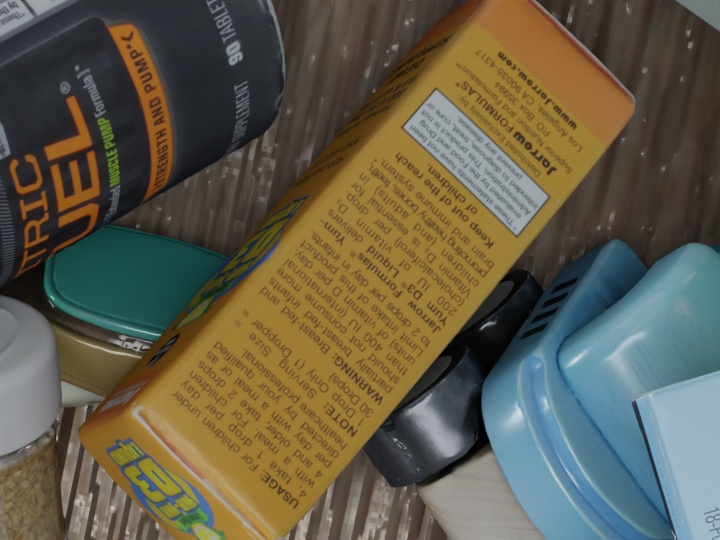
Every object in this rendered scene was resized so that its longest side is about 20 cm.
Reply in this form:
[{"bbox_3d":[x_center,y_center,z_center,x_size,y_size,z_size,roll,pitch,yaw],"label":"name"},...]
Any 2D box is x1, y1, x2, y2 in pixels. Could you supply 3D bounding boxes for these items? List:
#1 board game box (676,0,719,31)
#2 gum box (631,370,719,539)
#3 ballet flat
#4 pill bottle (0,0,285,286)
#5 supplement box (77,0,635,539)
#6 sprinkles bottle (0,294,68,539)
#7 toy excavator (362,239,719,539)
[{"bbox_3d":[0.170,-0.147,0.855,0.148,0.064,0.200,36,90,11],"label":"board game box"},{"bbox_3d":[0.197,0.088,0.839,0.200,0.045,0.170,-16,85,-3],"label":"gum box"},{"bbox_3d":[-0.116,0.011,1.007,0.200,0.069,0.063,18,125,-3],"label":"ballet flat"},{"bbox_3d":[-0.130,-0.045,0.928,0.200,0.106,0.106,-32,101,-27],"label":"pill bottle"},{"bbox_3d":[0.000,0.000,0.961,0.069,0.067,0.200,42,67,-9],"label":"supplement box"},{"bbox_3d":[-0.127,0.108,0.981,0.068,0.068,0.200,-3,118,-3],"label":"sprinkles bottle"},{"bbox_3d":[0.123,0.019,0.986,0.200,0.194,0.100,-29,100,30],"label":"toy excavator"}]
